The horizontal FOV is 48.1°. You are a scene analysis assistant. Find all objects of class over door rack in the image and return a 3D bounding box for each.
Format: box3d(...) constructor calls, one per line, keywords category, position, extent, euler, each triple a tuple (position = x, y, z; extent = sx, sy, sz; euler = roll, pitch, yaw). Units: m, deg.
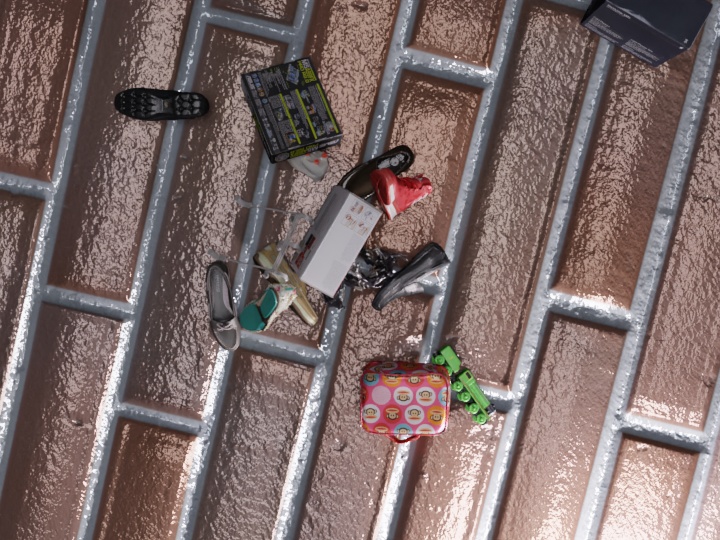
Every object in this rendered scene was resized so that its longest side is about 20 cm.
box3d(category="over door rack", position=(-0.206, -0.067, 1.715), extent=(0.199, 0.067, 0.149), euler=(16, 74, 26))

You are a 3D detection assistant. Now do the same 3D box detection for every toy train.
box3d(category="toy train", position=(0.231, 0.253, 1.789), extent=(0.056, 0.042, 0.201), euler=(-36, 93, -9))

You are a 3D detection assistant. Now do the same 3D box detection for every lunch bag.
box3d(category="lunch bag", position=(0.097, 0.291, 1.754), extent=(0.198, 0.082, 0.178), euler=(2, 104, 7))

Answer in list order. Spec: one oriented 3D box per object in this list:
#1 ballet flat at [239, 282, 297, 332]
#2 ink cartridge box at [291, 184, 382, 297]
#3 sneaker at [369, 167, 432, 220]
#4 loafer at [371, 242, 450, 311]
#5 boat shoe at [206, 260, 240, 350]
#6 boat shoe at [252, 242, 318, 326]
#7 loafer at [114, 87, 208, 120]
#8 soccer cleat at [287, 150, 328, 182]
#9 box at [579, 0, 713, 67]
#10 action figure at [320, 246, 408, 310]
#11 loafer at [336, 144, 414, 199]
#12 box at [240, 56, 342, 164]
box3d(category="ballet flat", position=(-0.192, 0.081, 1.720), extent=(0.064, 0.200, 0.076), euler=(-17, 80, -36))
box3d(category="ink cartridge box", position=(-0.055, -0.068, 1.672), extent=(0.083, 0.176, 0.201), euler=(29, 95, -17))
box3d(category="sneaker", position=(0.088, -0.185, 1.688), extent=(0.115, 0.200, 0.079), euler=(-32, 78, -5))
box3d(category="loafer", position=(0.110, 0.023, 1.757), extent=(0.200, 0.068, 0.070), euler=(-42, 85, -2))
box3d(category="boat shoe", position=(-0.305, 0.080, 1.760), extent=(0.066, 0.057, 0.202), euler=(-9, 93, 0))
box3d(category="boat shoe", position=(-0.147, 0.027, 1.758), extent=(0.076, 0.072, 0.201), euler=(-38, 95, -14))
box3d(category="loafer", position=(-0.422, -0.351, 1.720), extent=(0.198, 0.070, 0.069), euler=(2, 94, 3))
box3d(category="soccer cleat", position=(-0.151, -0.270, 1.741), extent=(0.200, 0.078, 0.069), euler=(45, 56, 10))
box3d(category="box", position=(0.588, -0.531, 1.674), extent=(0.199, 0.182, 0.105), euler=(29, 92, -3))
box3d(category="action figure", position=(0.000, 0.000, 1.731), extent=(0.199, 0.119, 0.102), euler=(-33, 110, 8))
box3d(category="loafer", position=(0.027, -0.209, 1.740), extent=(0.199, 0.071, 0.073), euler=(-36, 93, 1))
box3d(category="box", position=(-0.147, -0.339, 1.696), extent=(0.159, 0.044, 0.201), euler=(-19, 75, -15))
